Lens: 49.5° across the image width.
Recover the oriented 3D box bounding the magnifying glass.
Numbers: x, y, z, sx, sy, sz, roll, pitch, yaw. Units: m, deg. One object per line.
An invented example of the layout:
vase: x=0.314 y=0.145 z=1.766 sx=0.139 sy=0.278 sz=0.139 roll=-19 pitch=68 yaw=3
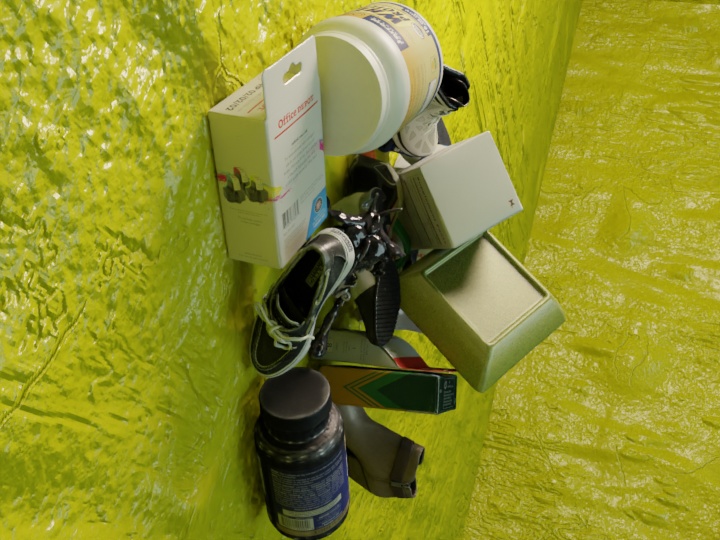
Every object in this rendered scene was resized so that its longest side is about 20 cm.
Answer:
magnifying glass: x=0.026 y=-0.088 z=1.146 sx=0.022 sy=0.078 sz=0.204 roll=-48 pitch=135 yaw=-47

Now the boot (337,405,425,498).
boot: x=0.029 y=0.262 z=1.206 sx=0.070 sy=0.143 sz=0.204 roll=-50 pitch=145 yaw=-51

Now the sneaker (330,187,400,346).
sneaker: x=0.000 y=0.000 z=1.035 sx=0.074 sy=0.087 sz=0.206 roll=7 pitch=76 yaw=-61

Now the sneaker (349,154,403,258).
sneaker: x=0.012 y=-0.060 z=1.095 sx=0.087 sy=0.078 sz=0.204 roll=-56 pitch=149 yaw=-45

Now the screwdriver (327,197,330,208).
screwdriver: x=-0.090 y=-0.055 z=0.896 sx=0.199 sy=0.027 sz=0.030 roll=-31 pitch=100 yaw=-58

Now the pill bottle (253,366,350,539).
pill bottle: x=-0.071 y=0.222 z=0.949 sx=0.112 sy=0.109 sz=0.204 roll=-56 pitch=151 yaw=-49

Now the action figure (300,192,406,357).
action figure: x=-0.028 y=-0.006 z=0.927 sx=0.117 sy=0.102 sz=0.202 roll=27 pitch=101 yaw=-28

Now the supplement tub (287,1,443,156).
supplement tub: x=0.003 y=-0.217 z=0.883 sx=0.200 sy=0.141 sz=0.148 roll=-48 pitch=144 yaw=-57

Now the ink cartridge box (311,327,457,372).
ink cartridge box: x=0.048 y=0.111 z=1.100 sx=0.162 sy=0.195 sz=0.052 roll=17 pitch=76 yaw=-70

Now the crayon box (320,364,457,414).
crayon box: x=0.026 y=0.161 z=1.076 sx=0.125 sy=0.195 sz=0.053 roll=20 pitch=73 yaw=-71

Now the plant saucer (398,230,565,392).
plant saucer: x=0.166 y=0.032 z=1.074 sx=0.198 sy=0.200 sz=0.048 roll=-32 pitch=159 yaw=-30

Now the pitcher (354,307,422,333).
pitcher: x=0.097 y=0.045 z=1.181 sx=0.171 sy=0.195 sz=0.125 roll=157 pitch=-76 yaw=-69

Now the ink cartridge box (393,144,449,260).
ink cartridge box: x=0.139 y=-0.107 z=1.333 sx=0.087 sy=0.143 sz=0.203 roll=-61 pitch=154 yaw=-44

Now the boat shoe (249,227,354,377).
boat shoe: x=-0.075 y=0.046 z=0.828 sx=0.200 sy=0.074 sz=0.068 roll=-51 pitch=172 yaw=31

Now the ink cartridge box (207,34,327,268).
ink cartridge box: x=-0.089 y=-0.121 z=0.781 sx=0.116 sy=0.066 sz=0.204 roll=-53 pitch=149 yaw=-50

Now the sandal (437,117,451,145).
sandal: x=0.129 y=-0.239 z=1.412 sx=0.202 sy=0.042 sz=0.077 roll=65 pitch=32 yaw=-45

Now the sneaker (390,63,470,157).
sneaker: x=0.094 y=-0.208 z=1.042 sx=0.077 sy=0.113 sz=0.201 roll=-61 pitch=150 yaw=-16

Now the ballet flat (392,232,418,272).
ballet flat: x=0.061 y=-0.027 z=1.273 sx=0.203 sy=0.071 sz=0.074 roll=83 pitch=26 yaw=-46

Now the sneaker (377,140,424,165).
sneaker: x=0.049 y=-0.204 z=1.159 sx=0.090 sy=0.074 sz=0.201 roll=-62 pitch=149 yaw=-17

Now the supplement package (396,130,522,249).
supplement package: x=0.121 y=-0.107 z=1.107 sx=0.120 sy=0.115 sz=0.200 roll=65 pitch=-13 yaw=-7
